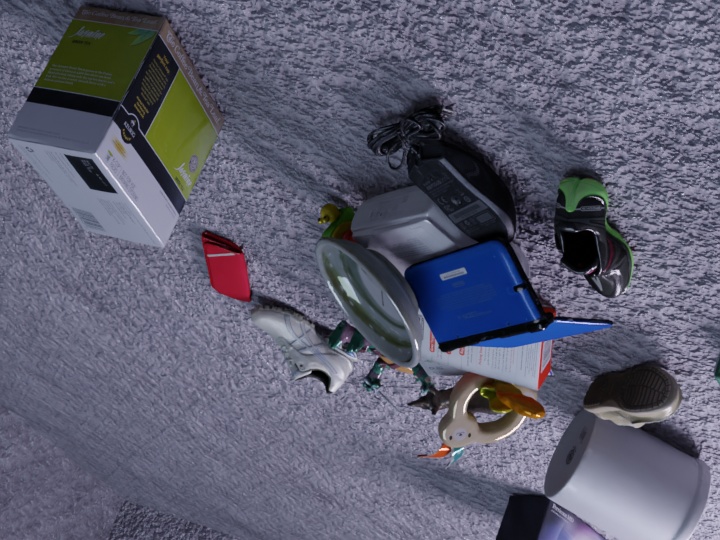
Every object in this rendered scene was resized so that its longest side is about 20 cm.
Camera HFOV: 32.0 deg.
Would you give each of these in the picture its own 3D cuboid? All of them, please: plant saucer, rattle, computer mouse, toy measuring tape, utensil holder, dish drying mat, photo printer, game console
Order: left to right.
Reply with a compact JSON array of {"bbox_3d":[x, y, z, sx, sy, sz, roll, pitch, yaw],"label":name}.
[{"bbox_3d":[-0.217,-0.001,2.031,0.076,0.018,0.201,21,156,8],"label":"dish drying mat"},{"bbox_3d":[0.000,0.000,1.686,0.073,0.074,0.201,-11,117,54],"label":"toy measuring tape"},{"bbox_3d":[0.022,0.030,1.593,0.200,0.050,0.201,46,161,21],"label":"plant saucer"},{"bbox_3d":[0.108,-0.024,1.592,0.199,0.070,0.165,38,152,-28],"label":"photo printer"},{"bbox_3d":[0.112,-0.112,1.438,0.200,0.053,0.138,45,150,-18],"label":"computer mouse"},{"bbox_3d":[0.174,0.239,1.787,0.130,0.200,0.143,38,-168,-44],"label":"rattle"},{"bbox_3d":[0.178,0.033,1.540,0.199,0.118,0.172,-19,102,53],"label":"game console"},{"bbox_3d":[0.401,0.321,1.909,0.198,0.172,0.170,28,157,-4],"label":"utensil holder"}]

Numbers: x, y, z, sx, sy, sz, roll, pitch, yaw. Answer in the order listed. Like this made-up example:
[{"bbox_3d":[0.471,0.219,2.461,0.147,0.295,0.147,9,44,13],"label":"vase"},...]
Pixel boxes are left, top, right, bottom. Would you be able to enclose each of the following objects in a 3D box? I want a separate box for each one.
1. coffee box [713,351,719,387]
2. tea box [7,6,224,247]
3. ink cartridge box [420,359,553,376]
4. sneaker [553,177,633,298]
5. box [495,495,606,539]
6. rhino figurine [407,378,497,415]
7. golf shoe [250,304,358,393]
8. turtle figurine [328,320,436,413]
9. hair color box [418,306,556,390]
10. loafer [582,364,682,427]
[{"bbox_3d":[0.553,0.153,1.556,0.198,0.044,0.123,3,149,42],"label":"coffee box"},{"bbox_3d":[-0.285,-0.172,1.509,0.132,0.199,0.201,12,153,24],"label":"tea box"},{"bbox_3d":[0.177,0.117,1.830,0.197,0.040,0.100,-1,149,23],"label":"ink cartridge box"},{"bbox_3d":[0.255,-0.024,1.428,0.076,0.085,0.200,9,152,34],"label":"sneaker"},{"bbox_3d":[0.358,0.570,2.434,0.199,0.200,0.122,38,151,-29],"label":"box"},{"bbox_3d":[0.167,0.187,1.878,0.197,0.061,0.087,-5,176,-4],"label":"rhino figurine"},{"bbox_3d":[-0.105,0.131,2.101,0.198,0.098,0.078,28,159,-2],"label":"golf shoe"},{"bbox_3d":[0.052,0.146,1.970,0.199,0.102,0.149,33,150,-26],"label":"turtle figurine"},{"bbox_3d":[0.164,0.085,1.729,0.197,0.061,0.103,15,122,23],"label":"hair color box"},{"bbox_3d":[0.388,0.179,1.747,0.068,0.076,0.200,30,166,-17],"label":"loafer"}]
